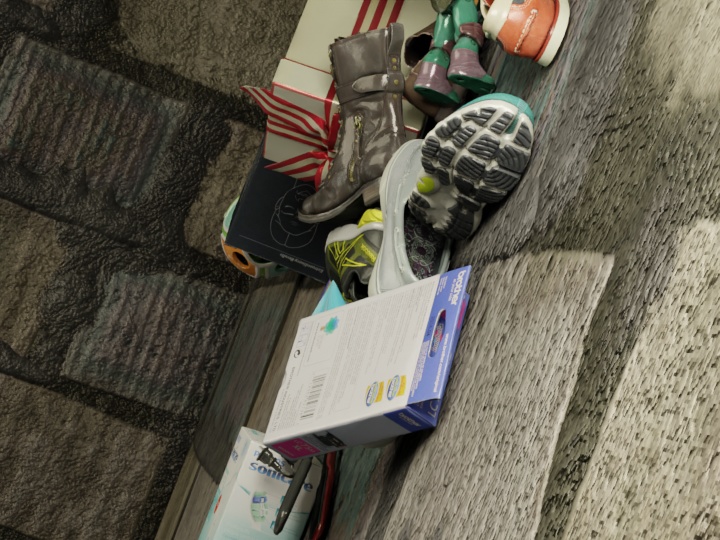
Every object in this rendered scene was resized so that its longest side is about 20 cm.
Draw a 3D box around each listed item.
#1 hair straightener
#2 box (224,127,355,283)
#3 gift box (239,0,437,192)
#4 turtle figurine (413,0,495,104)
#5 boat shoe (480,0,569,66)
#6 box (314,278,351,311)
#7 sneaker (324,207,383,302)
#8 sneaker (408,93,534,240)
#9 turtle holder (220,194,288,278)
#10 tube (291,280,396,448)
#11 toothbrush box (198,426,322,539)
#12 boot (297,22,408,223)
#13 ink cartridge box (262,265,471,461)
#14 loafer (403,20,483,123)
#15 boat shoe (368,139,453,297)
[{"bbox_3d":[-0.057,0.170,1.640,0.200,0.077,0.041,-77,9,-47],"label":"hair straightener"},{"bbox_3d":[-0.072,-0.110,2.267,0.107,0.148,0.200,-86,19,-68],"label":"box"},{"bbox_3d":[-0.018,-0.190,1.865,0.185,0.199,0.187,94,-168,-63],"label":"gift box"},{"bbox_3d":[0.105,-0.261,1.619,0.150,0.100,0.201,141,144,-76],"label":"turtle figurine"},{"bbox_3d":[0.130,-0.220,1.429,0.200,0.062,0.071,-83,14,-68],"label":"boat shoe"},{"bbox_3d":[-0.029,0.080,1.822,0.200,0.048,0.118,-85,17,-60],"label":"box"},{"bbox_3d":[0.000,0.000,1.713,0.200,0.074,0.085,131,158,-70],"label":"sneaker"},{"bbox_3d":[0.087,-0.096,1.363,0.080,0.077,0.200,-62,4,-22],"label":"sneaker"},{"bbox_3d":[-0.122,-0.061,2.643,0.132,0.185,0.141,-97,-4,-76],"label":"turtle holder"},{"bbox_3d":[-0.014,0.081,1.468,0.078,0.050,0.200,-56,26,10],"label":"tube"},{"bbox_3d":[-0.113,0.269,1.751,0.146,0.085,0.200,-170,102,-83],"label":"toothbrush box"},{"bbox_3d":[-0.004,-0.142,1.702,0.200,0.069,0.175,-19,79,52],"label":"boot"},{"bbox_3d":[0.013,0.074,1.339,0.200,0.042,0.120,-22,43,46],"label":"ink cartridge box"},{"bbox_3d":[0.083,-0.227,1.733,0.200,0.071,0.073,-74,10,-51],"label":"loafer"},{"bbox_3d":[0.057,-0.045,1.497,0.072,0.070,0.201,-45,26,45],"label":"boat shoe"}]
